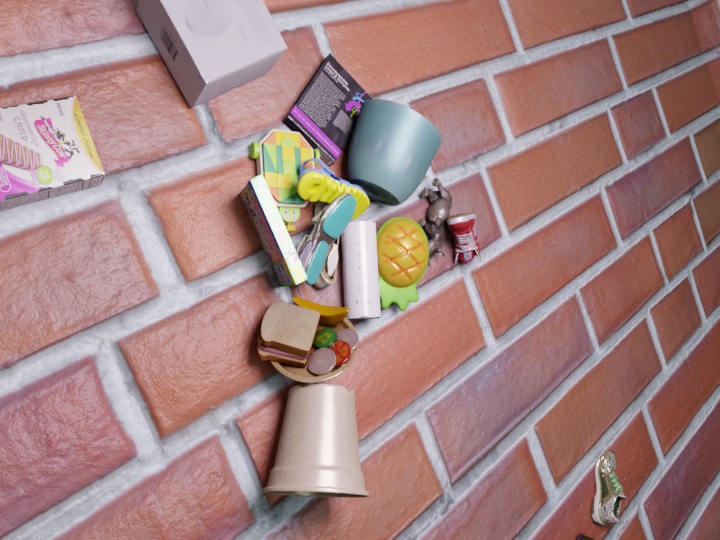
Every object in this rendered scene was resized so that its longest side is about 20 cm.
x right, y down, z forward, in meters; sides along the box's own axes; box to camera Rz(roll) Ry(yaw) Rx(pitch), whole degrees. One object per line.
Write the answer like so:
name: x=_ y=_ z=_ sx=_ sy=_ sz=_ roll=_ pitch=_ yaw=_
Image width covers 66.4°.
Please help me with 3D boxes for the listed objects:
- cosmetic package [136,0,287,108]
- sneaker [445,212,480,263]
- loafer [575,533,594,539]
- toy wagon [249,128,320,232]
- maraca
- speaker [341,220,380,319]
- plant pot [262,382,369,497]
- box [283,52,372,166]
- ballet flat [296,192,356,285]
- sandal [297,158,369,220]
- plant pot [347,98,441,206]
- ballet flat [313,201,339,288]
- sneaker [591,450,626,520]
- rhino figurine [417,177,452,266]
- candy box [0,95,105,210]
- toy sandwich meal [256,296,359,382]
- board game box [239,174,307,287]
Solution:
cosmetic package: x=-0.279 y=-0.457 z=1.044 sx=0.198 sy=0.122 sz=0.204 roll=-36 pitch=102 yaw=-30
sneaker: x=0.249 y=-0.075 z=1.320 sx=0.199 sy=0.069 sz=0.117 roll=-3 pitch=88 yaw=-72
loafer: x=0.660 y=0.797 z=1.497 sx=0.199 sy=0.071 sz=0.074 roll=43 pitch=63 yaw=-20
toy wagon: x=-0.149 y=-0.184 z=1.136 sx=0.151 sy=0.039 sz=0.208 roll=-1 pitch=83 yaw=-33
maraca: x=0.087 y=-0.015 z=1.227 sx=0.132 sy=0.107 sz=0.208 roll=8 pitch=87 yaw=-9
speaker: x=0.000 y=0.000 z=1.180 sx=0.079 sy=0.080 sz=0.209 roll=0 pitch=83 yaw=-32
plant pot: x=-0.077 y=0.319 z=1.032 sx=0.195 sy=0.199 sz=0.190 roll=17 pitch=62 yaw=-29
box: x=-0.068 y=-0.357 z=1.220 sx=0.142 sy=0.036 sz=0.204 roll=40 pitch=65 yaw=-23
ballet flat: x=-0.081 y=-0.072 z=1.102 sx=0.071 sy=0.072 sz=0.205 roll=32 pitch=80 yaw=-24
sandal: x=-0.056 y=-0.173 z=1.136 sx=0.197 sy=0.079 sz=0.089 roll=26 pitch=30 yaw=-46
plant pot: x=0.059 y=-0.242 z=1.196 sx=0.197 sy=0.199 sz=0.166 roll=27 pitch=81 yaw=-26
ballet flat: x=-0.064 y=-0.064 z=1.160 sx=0.066 sy=0.061 sz=0.208 roll=10 pitch=77 yaw=-35
sneaker: x=0.714 y=0.617 z=1.550 sx=0.075 sy=0.088 sz=0.207 roll=22 pitch=71 yaw=-27
rhino figurine: x=0.181 y=-0.110 z=1.328 sx=0.086 sy=0.058 sz=0.208 roll=23 pitch=71 yaw=-49
candy box: x=-0.529 y=-0.184 z=0.873 sx=0.196 sy=0.060 sz=0.141 roll=-24 pitch=95 yaw=-34
toy sandwich meal: x=-0.098 y=0.123 z=1.053 sx=0.202 sy=0.203 sz=0.072 roll=-31 pitch=142 yaw=-32
board game box: x=-0.169 y=-0.069 z=1.048 sx=0.028 sy=0.134 sz=0.206 roll=-25 pitch=96 yaw=-20
